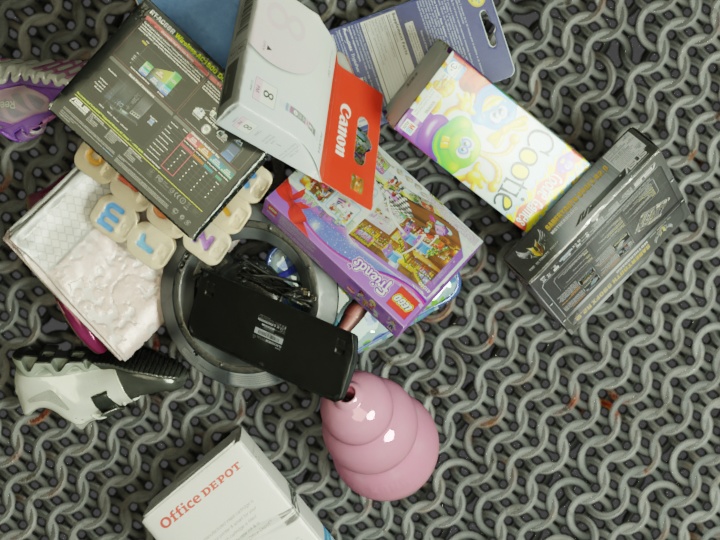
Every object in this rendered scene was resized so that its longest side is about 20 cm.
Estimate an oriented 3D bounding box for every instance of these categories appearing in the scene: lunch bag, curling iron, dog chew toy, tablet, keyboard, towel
[{"bbox_3d":[0.000,0.000,1.353,0.198,0.082,0.162,-27,92,0],"label":"lunch bag"},{"bbox_3d":[0.004,0.044,1.283,0.026,0.049,0.201,47,69,-30],"label":"curling iron"},{"bbox_3d":[0.014,0.173,1.312,0.123,0.200,0.126,-8,60,14],"label":"dog chew toy"},{"bbox_3d":[-0.155,-0.227,1.267,0.129,0.014,0.202,-12,108,25],"label":"tablet"},{"bbox_3d":[-0.084,0.053,1.254,0.198,0.040,0.105,23,104,21],"label":"keyboard"},{"bbox_3d":[-0.258,-0.036,1.325,0.200,0.032,0.191,-47,105,-14],"label":"towel"}]

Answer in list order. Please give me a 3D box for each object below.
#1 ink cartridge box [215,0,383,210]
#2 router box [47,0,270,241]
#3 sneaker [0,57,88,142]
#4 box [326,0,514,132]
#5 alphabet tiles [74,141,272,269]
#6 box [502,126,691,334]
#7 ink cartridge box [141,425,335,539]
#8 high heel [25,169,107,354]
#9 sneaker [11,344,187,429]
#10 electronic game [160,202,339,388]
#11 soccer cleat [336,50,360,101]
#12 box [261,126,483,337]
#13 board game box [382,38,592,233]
[{"bbox_3d":[-0.045,-0.176,1.213,0.199,0.057,0.164,25,54,-28],"label":"ink cartridge box"},{"bbox_3d":[-0.193,-0.152,1.218,0.200,0.062,0.150,43,87,-5],"label":"router box"},{"bbox_3d":[-0.355,-0.183,1.305,0.198,0.080,0.090,6,108,24],"label":"sneaker"},{"bbox_3d":[0.064,-0.242,1.354,0.198,0.032,0.123,-19,97,1],"label":"box"},{"bbox_3d":[-0.199,-0.107,1.278,0.195,0.015,0.201,35,97,2],"label":"alphabet tiles"},{"bbox_3d":[0.265,-0.040,1.326,0.200,0.158,0.048,-46,55,3],"label":"box"},{"bbox_3d":[-0.131,0.305,1.376,0.146,0.086,0.201,-38,95,1],"label":"ink cartridge box"},{"bbox_3d":[-0.299,-0.012,1.342,0.095,0.067,0.202,-21,93,11],"label":"high heel"},{"bbox_3d":[-0.293,0.135,1.364,0.197,0.074,0.090,2,105,3],"label":"sneaker"},{"bbox_3d":[-0.121,0.027,1.303,0.197,0.042,0.203,0,93,8],"label":"electronic game"},{"bbox_3d":[-0.095,-0.185,1.332,0.198,0.069,0.086,-12,77,16],"label":"soccer cleat"},{"bbox_3d":[0.013,-0.047,1.274,0.200,0.039,0.137,43,67,6],"label":"box"},{"bbox_3d":[0.137,-0.145,1.310,0.199,0.103,0.105,36,101,-15],"label":"board game box"}]
